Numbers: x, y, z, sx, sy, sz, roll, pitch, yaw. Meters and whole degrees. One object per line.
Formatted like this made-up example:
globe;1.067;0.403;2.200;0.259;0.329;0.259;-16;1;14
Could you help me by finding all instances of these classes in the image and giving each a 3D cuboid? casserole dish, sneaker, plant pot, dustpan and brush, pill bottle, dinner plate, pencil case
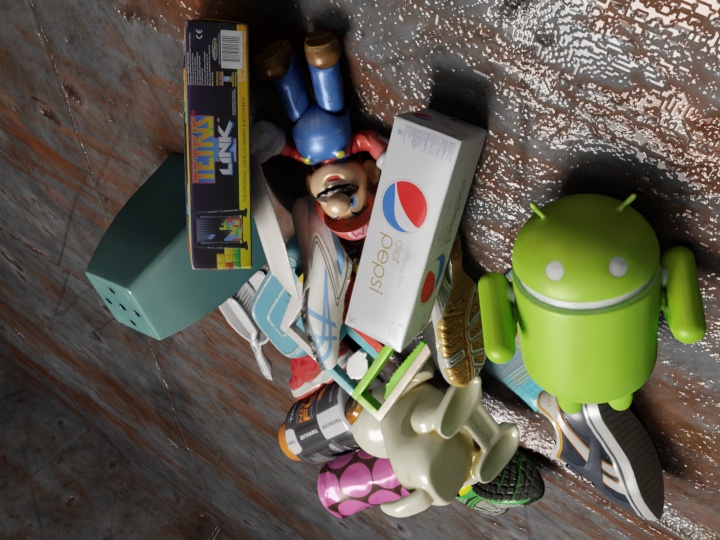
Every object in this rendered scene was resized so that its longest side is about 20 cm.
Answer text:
casserole dish;-0.085;0.042;0.903;0.121;0.039;0.201;47;134;10
sneaker;0.257;0.187;0.732;0.078;0.079;0.201;-15;119;40
plant pot;-0.234;-0.024;0.877;0.139;0.201;0.143;16;141;32
dustpan and brush;-0.168;0.087;1.077;0.138;0.057;0.202;10;138;39
sneaker;0.075;0.024;0.726;0.087;0.075;0.204;2;113;52
pill bottle;-0.047;0.233;1.052;0.106;0.107;0.199;45;134;-10
sneaker;0.194;0.299;0.964;0.085;0.079;0.200;35;156;-12
dinner plate;-0.104;-0.062;0.746;0.200;0.024;0.204;163;91;-84
sneaker;-0.035;0.016;0.768;0.072;0.071;0.204;-127;33;-71
sneaker;-0.078;0.116;1.032;0.116;0.078;0.200;55;144;2
pencil case;0.042;0.291;0.970;0.197;0.092;0.094;-19;134;20

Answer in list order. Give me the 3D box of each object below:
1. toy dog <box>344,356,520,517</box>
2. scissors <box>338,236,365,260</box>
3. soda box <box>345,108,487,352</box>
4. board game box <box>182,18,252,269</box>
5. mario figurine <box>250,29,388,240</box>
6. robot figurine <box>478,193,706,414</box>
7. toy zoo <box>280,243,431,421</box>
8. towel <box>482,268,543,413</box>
toy dog;0.069;0.204;0.859;0.139;0.196;0.199;40;164;-29
scissors;0.000;0.000;0.843;0.072;0.014;0.202;11;139;34
soda box;0.047;-0.035;0.615;0.063;0.068;0.203;25;117;21
board game box;-0.137;-0.114;0.644;0.165;0.056;0.205;-153;62;-72
mario figurine;-0.029;-0.110;0.645;0.122;0.106;0.202;17;139;43
robot figurine;0.187;0.026;0.572;0.172;0.117;0.203;-6;125;13
toy zoo;-0.013;0.061;0.809;0.199;0.020;0.132;41;112;16
towel;0.184;0.076;0.733;0.146;0.022;0.201;37;148;3
